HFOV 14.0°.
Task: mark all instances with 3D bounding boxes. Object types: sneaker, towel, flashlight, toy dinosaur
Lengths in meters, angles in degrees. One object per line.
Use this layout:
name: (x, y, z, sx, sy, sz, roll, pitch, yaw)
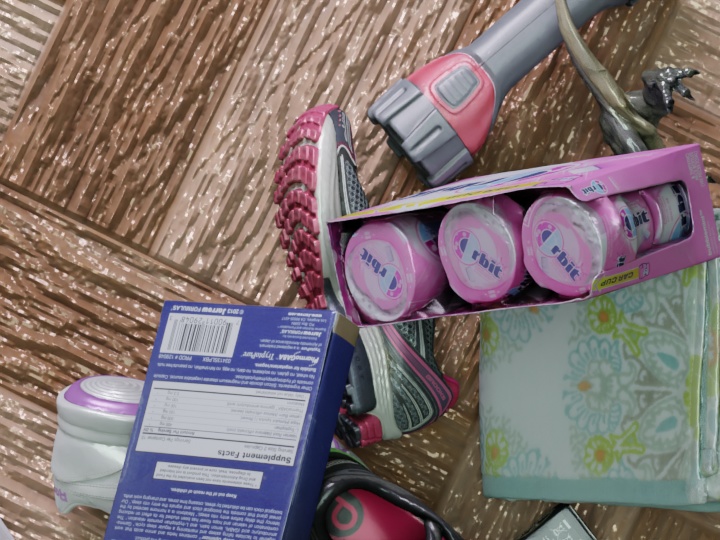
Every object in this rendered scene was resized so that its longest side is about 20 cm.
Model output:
sneaker: (-0.087, 0.126, 1.737, 0.199, 0.075, 0.100, 13, 108, 1)
towel: (0.145, 0.051, 1.685, 0.048, 0.199, 0.172, 4, 86, -44)
sneaker: (0.000, 0.000, 1.730, 0.074, 0.081, 0.201, -14, 95, -18)
flashlight: (0.098, -0.134, 1.735, 0.200, 0.068, 0.068, -41, 125, -5)
toy dinosaur: (0.164, -0.084, 1.688, 0.047, 0.088, 0.201, -38, 117, -18)
sneaker: (0.038, 0.177, 1.665, 0.199, 0.084, 0.077, 32, 91, -10)

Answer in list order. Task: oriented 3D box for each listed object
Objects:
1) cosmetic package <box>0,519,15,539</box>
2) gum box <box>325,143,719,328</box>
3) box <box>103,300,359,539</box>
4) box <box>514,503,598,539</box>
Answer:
cosmetic package: (-0.233, 0.168, 1.721, 0.051, 0.083, 0.200, -35, 88, -1)
gum box: (0.093, -0.018, 1.620, 0.113, 0.199, 0.067, -18, 97, -44)
box: (-0.079, 0.117, 1.640, 0.121, 0.032, 0.201, 3, 70, 32)
box: (0.122, 0.264, 1.733, 0.161, 0.049, 0.200, -39, 89, -2)
